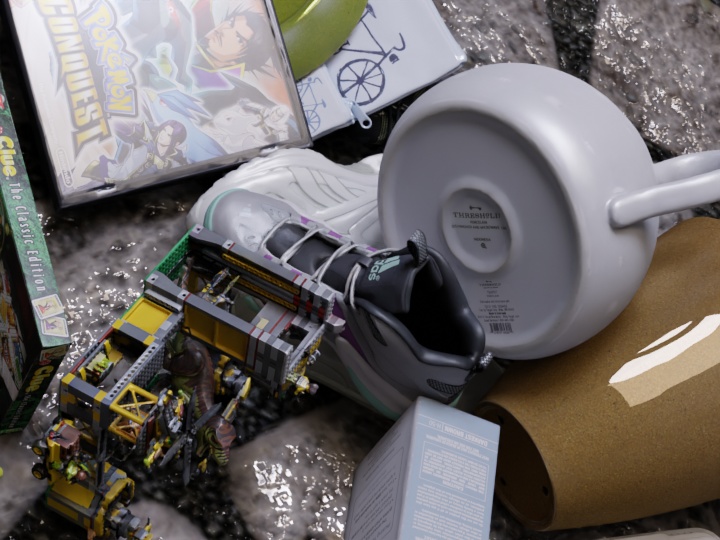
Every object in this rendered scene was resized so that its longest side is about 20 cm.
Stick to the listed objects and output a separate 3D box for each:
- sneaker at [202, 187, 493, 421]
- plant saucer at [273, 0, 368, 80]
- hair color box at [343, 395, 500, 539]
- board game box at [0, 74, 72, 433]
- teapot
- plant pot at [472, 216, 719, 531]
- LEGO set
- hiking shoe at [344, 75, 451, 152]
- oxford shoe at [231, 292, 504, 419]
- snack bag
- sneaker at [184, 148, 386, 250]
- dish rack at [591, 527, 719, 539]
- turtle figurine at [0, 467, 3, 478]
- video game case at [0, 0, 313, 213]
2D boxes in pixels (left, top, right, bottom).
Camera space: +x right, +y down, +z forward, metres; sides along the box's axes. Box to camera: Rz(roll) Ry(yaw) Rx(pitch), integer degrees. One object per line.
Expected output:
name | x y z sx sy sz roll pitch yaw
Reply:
sneaker | 0.000 0.000 1.082 0.199 0.140 0.078 37 62 -2
plant saucer | -0.090 -0.220 1.270 0.198 0.031 0.202 -3 68 7
hair color box | 0.028 0.188 1.061 0.060 0.099 0.201 21 50 -13
board game box | -0.219 -0.015 1.073 0.023 0.105 0.201 -4 60 -28
teapot | 0.120 -0.048 1.127 0.146 0.198 0.200 -25 62 -42
plant pot | 0.180 0.087 1.178 0.199 0.187 0.187 -24 70 -24
LEGO set | -0.089 0.079 1.042 0.115 0.155 0.200 26 39 14
hiking shoe | 0.039 -0.106 1.306 0.100 0.076 0.200 -33 67 -31
oxford shoe | 0.012 0.049 1.181 0.199 0.058 0.076 22 48 -14
snack bag | -0.043 -0.177 1.274 0.199 0.021 0.190 -25 68 -3
sneaker | -0.021 -0.025 1.207 0.199 0.078 0.100 -6 64 -30
dish rack | 0.203 0.256 1.143 0.170 0.044 0.201 -2 58 -28
turtle figurine | -0.278 0.150 0.951 0.199 0.064 0.162 -3 66 -39
video game case | -0.142 -0.156 1.186 0.179 0.025 0.202 -15 86 -20
